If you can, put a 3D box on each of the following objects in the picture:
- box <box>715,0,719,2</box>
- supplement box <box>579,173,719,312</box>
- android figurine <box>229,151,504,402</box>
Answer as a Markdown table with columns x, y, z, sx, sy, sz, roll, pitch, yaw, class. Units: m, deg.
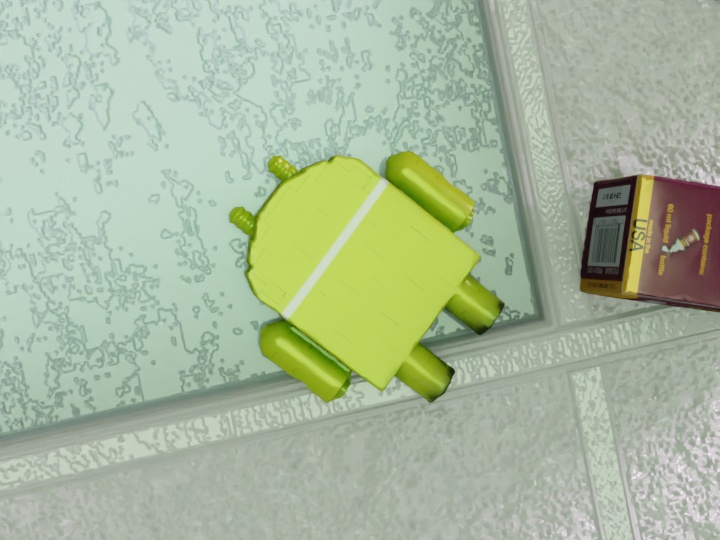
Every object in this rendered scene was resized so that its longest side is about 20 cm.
| x | y | z | sx | sy | sz | roll | pitch | yaw | class |
| --- | --- | --- | --- | --- | --- | --- | --- | --- | --- |
| 0.372 | -0.240 | 1.052 | 0.198 | 0.101 | 0.114 | 6 | 91 | -7 | box |
| 0.270 | -0.011 | 1.042 | 0.198 | 0.110 | 0.086 | 8 | 90 | -7 | supplement box |
| 0.000 | 0.000 | 1.045 | 0.199 | 0.041 | 0.183 | 36 | 88 | -7 | android figurine |
